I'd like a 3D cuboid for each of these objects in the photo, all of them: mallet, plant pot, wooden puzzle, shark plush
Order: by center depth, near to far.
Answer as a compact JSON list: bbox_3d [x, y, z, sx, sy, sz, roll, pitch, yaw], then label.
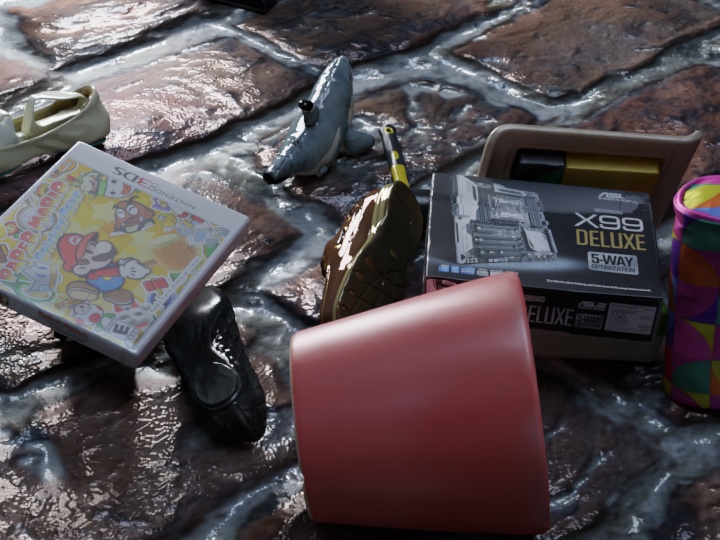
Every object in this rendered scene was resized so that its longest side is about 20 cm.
[{"bbox_3d":[0.042,0.107,1.166,0.176,0.202,0.201,-6,35,2],"label":"plant pot"},{"bbox_3d":[0.203,-0.073,1.452,0.198,0.185,0.038,0,62,-5],"label":"wooden puzzle"},{"bbox_3d":[0.049,-0.099,1.582,0.065,0.041,0.201,1,31,1],"label":"mallet"},{"bbox_3d":[-0.062,-0.145,1.589,0.090,0.084,0.200,24,39,25],"label":"shark plush"}]

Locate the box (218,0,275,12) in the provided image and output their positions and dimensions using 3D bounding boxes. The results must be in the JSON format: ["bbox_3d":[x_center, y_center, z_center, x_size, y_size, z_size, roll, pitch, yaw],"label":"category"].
[{"bbox_3d":[-0.126,-0.458,1.927,0.122,0.201,0.199,16,35,16],"label":"box"}]

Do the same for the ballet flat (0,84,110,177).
[{"bbox_3d":[-0.342,-0.141,1.565,0.199,0.070,0.069,-25,44,-35],"label":"ballet flat"}]

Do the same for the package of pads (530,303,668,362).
[{"bbox_3d":[0.169,0.009,1.414,0.198,0.069,0.155,4,36,-3],"label":"package of pads"}]

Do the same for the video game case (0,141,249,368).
[{"bbox_3d":[-0.219,-0.019,1.337,0.181,0.023,0.200,24,44,12],"label":"video game case"}]

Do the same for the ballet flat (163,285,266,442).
[{"bbox_3d":[-0.124,0.076,1.312,0.066,0.057,0.200,-28,34,2],"label":"ballet flat"}]

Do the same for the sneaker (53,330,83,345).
[{"bbox_3d":[-0.241,-0.008,1.383,0.079,0.072,0.201,0,36,-14],"label":"sneaker"}]

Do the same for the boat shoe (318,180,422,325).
[{"bbox_3d":[0.000,-0.001,1.418,0.067,0.072,0.201,-16,33,31],"label":"boat shoe"}]

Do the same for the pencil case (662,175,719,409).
[{"bbox_3d":[0.300,0.021,1.308,0.087,0.201,0.089,-4,32,3],"label":"pencil case"}]

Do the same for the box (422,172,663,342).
[{"bbox_3d":[0.154,-0.014,1.343,0.198,0.050,0.158,6,37,2],"label":"box"}]
